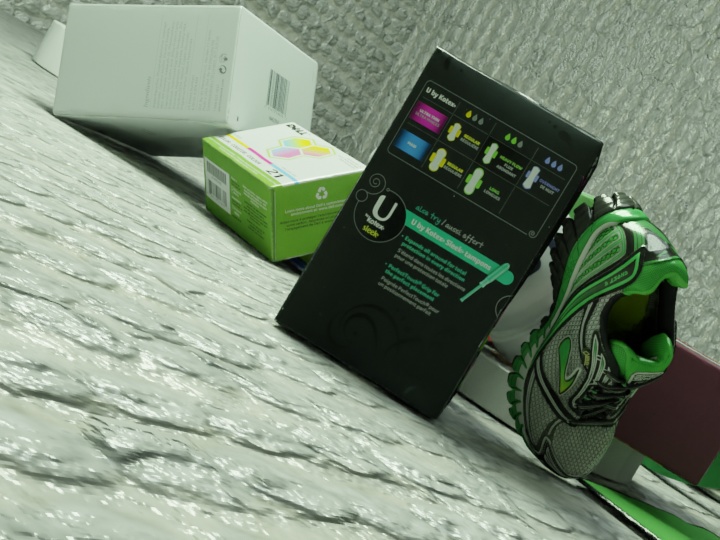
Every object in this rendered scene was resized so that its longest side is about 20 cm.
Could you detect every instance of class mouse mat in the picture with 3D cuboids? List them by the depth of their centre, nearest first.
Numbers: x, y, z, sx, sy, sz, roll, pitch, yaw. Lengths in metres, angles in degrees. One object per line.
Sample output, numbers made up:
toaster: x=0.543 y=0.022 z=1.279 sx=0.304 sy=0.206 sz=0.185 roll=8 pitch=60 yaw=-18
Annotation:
mouse mat: x=0.252 y=0.203 z=0.795 sx=0.200 sy=0.008 sz=0.161 roll=28 pitch=5 yaw=-41

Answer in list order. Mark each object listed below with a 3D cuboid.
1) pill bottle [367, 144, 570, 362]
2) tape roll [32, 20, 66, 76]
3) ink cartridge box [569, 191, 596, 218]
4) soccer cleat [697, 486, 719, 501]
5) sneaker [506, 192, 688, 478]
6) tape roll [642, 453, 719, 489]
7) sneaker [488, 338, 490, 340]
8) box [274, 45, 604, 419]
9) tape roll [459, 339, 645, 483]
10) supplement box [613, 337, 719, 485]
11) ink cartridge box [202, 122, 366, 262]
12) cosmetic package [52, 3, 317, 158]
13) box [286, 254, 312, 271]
pill bottle: x=0.103 y=-0.034 z=0.914 sx=0.200 sy=0.116 sz=0.116 roll=57 pitch=0 yaw=-10
tape roll: x=-0.397 y=-0.303 z=1.775 sx=0.202 sy=0.071 sz=0.202 roll=30 pitch=4 yaw=-2
ink cartridge box: x=0.102 y=-0.025 z=1.017 sx=0.200 sy=0.145 sz=0.084 roll=21 pitch=-1 yaw=-14
soccer cleat: x=0.421 y=0.236 z=1.248 sx=0.200 sy=0.070 sz=0.086 roll=25 pitch=17 yaw=-14
sneaker: x=0.147 y=0.057 z=0.723 sx=0.078 sy=0.200 sz=0.085 roll=-7 pitch=36 yaw=-18
tape roll: x=0.375 y=0.161 z=1.168 sx=0.200 sy=0.048 sz=0.200 roll=-2 pitch=14 yaw=1
sneaker: x=0.177 y=0.076 z=1.228 sx=0.200 sy=0.085 sz=0.077 roll=27 pitch=5 yaw=-43
box: x=0.057 y=-0.023 z=0.768 sx=0.124 sy=0.200 sz=0.149 roll=31 pitch=4 yaw=7
tape roll: x=0.144 y=0.108 z=0.962 sx=0.203 sy=0.037 sz=0.203 roll=30 pitch=5 yaw=-3
supplement box: x=0.225 y=0.089 z=0.903 sx=0.110 sy=0.086 sz=0.200 roll=32 pitch=4 yaw=7
ink cartridge box: x=-0.030 y=-0.087 z=1.096 sx=0.200 sy=0.076 sz=0.148 roll=-15 pitch=30 yaw=-28
cosmetic package: x=-0.177 y=-0.192 z=1.213 sx=0.200 sy=0.123 sz=0.199 roll=4 pitch=-5 yaw=20
box: x=0.000 y=0.000 z=1.152 sx=0.200 sy=0.048 sz=0.122 roll=28 pitch=4 yaw=-37
